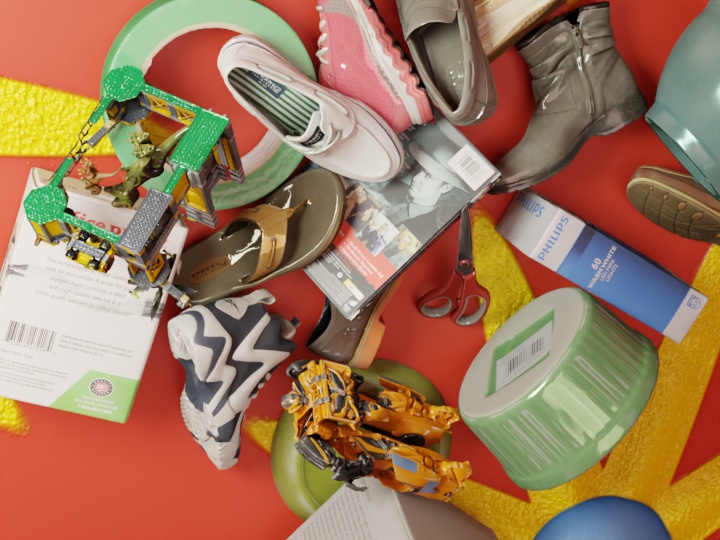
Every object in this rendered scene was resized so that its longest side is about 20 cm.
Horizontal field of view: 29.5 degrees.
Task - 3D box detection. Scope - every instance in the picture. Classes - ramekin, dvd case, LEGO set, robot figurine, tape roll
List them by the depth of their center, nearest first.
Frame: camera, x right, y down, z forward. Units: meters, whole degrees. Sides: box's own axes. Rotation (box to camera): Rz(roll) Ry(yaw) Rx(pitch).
[{"bbox_3d":[-0.189,-0.065,1.188,0.153,0.116,0.201,15,65,11],"label":"LEGO set"},{"bbox_3d":[-0.140,-0.158,1.268,0.199,0.048,0.202,-5,109,-15],"label":"tape roll"},{"bbox_3d":[0.016,-0.071,1.307,0.200,0.022,0.146,-44,72,2],"label":"dvd case"},{"bbox_3d":[0.013,0.150,1.334,0.199,0.146,0.058,24,126,-30],"label":"robot figurine"},{"bbox_3d":[0.192,0.112,1.373,0.098,0.200,0.200,43,92,-16],"label":"ramekin"}]

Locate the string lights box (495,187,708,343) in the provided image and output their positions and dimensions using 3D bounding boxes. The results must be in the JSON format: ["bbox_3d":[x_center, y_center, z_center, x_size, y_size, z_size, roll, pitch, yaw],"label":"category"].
[{"bbox_3d":[0.246,-0.008,1.395,0.199,0.103,0.059,28,99,-21],"label":"string lights box"}]

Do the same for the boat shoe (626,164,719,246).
[{"bbox_3d":[0.371,-0.070,1.438,0.199,0.072,0.068,20,68,-13],"label":"boat shoe"}]

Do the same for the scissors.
[{"bbox_3d":[0.108,-0.003,1.345,0.073,0.014,0.200,10,144,-8],"label":"scissors"}]

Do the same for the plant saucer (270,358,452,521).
[{"bbox_3d":[0.006,0.192,1.431,0.199,0.031,0.201,-5,109,-14],"label":"plant saucer"}]

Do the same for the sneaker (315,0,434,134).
[{"bbox_3d":[-0.013,-0.207,1.264,0.086,0.074,0.201,-31,100,8],"label":"sneaker"}]

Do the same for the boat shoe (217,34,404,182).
[{"bbox_3d":[-0.047,-0.131,1.233,0.199,0.067,0.074,30,118,-17],"label":"boat shoe"}]

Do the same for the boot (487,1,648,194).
[{"bbox_3d":[0.181,-0.173,1.352,0.199,0.068,0.131,-34,109,-11],"label":"boot"}]

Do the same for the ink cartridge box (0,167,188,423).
[{"bbox_3d":[-0.261,0.023,1.271,0.145,0.084,0.201,16,102,-20],"label":"ink cartridge box"}]

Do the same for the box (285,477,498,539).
[{"bbox_3d":[0.046,0.337,1.374,0.171,0.200,0.199,-44,122,14],"label":"box"}]

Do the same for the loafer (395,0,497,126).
[{"bbox_3d":[0.071,-0.229,1.255,0.070,0.070,0.201,-26,80,26],"label":"loafer"}]

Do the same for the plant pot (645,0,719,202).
[{"bbox_3d":[0.365,-0.151,1.338,0.134,0.200,0.200,-42,113,7],"label":"plant pot"}]

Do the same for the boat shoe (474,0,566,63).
[{"bbox_3d":[0.155,-0.269,1.302,0.200,0.074,0.069,-39,86,-2],"label":"boat shoe"}]

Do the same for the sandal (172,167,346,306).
[{"bbox_3d":[-0.101,-0.028,1.287,0.199,0.054,0.081,-28,74,10],"label":"sandal"}]

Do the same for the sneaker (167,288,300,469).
[{"bbox_3d":[-0.110,0.099,1.340,0.129,0.079,0.200,-27,129,-24],"label":"sneaker"}]

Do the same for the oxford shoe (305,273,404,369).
[{"bbox_3d":[0.000,0.000,1.348,0.072,0.071,0.201,13,103,-13],"label":"oxford shoe"}]
